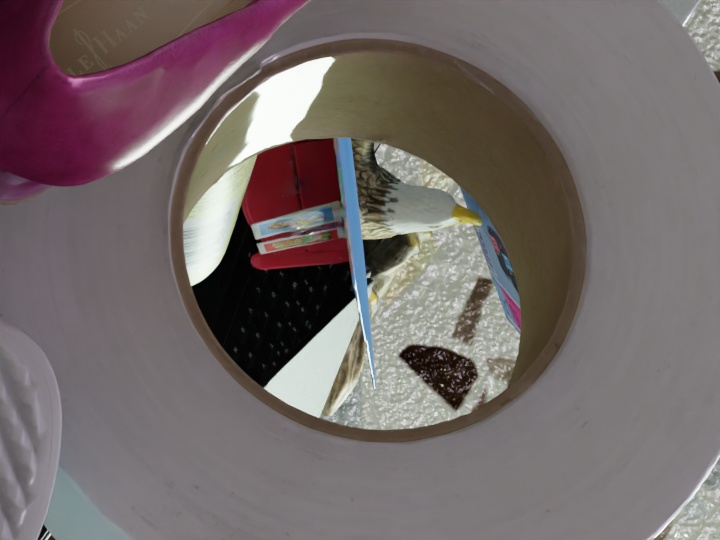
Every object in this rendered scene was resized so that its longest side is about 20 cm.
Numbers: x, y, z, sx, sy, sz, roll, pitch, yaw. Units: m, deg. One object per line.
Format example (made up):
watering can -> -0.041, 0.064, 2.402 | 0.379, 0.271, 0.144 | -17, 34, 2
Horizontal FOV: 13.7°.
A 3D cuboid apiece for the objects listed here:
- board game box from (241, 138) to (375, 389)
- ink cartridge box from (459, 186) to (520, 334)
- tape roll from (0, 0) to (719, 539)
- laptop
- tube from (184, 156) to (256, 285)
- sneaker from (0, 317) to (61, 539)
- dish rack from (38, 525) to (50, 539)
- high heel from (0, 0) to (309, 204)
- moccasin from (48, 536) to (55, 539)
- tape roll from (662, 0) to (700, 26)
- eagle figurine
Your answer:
board game box -> -0.024, -0.048, 1.060 | 0.200, 0.039, 0.158 | 81, 3, -72
ink cartridge box -> 0.088, -0.056, 1.440 | 0.076, 0.200, 0.136 | -22, -160, -6
tape roll -> 0.000, 0.000, 0.770 | 0.203, 0.202, 0.071 | -57, 178, -19
laptop -> -0.074, 0.057, 1.190 | 0.103, 0.200, 0.178 | -1, 126, -35
tube -> -0.047, -0.063, 0.924 | 0.200, 0.052, 0.058 | 115, -30, -59
sneaker -> -0.141, 0.088, 0.707 | 0.200, 0.074, 0.082 | -53, -166, 3
dish rack -> -0.121, 0.062, 0.889 | 0.154, 0.054, 0.200 | -58, 179, -40
high heel -> -0.020, -0.096, 0.682 | 0.200, 0.067, 0.096 | -43, -176, -19
moccasin -> -0.157, 0.156, 1.173 | 0.202, 0.078, 0.074 | -57, 179, -18
tape roll -> 0.074, -0.165, 0.937 | 0.203, 0.139, 0.203 | -58, 179, -1
eagle figurine -> -0.013, -0.046, 1.455 | 0.200, 0.151, 0.152 | 56, 19, -57
